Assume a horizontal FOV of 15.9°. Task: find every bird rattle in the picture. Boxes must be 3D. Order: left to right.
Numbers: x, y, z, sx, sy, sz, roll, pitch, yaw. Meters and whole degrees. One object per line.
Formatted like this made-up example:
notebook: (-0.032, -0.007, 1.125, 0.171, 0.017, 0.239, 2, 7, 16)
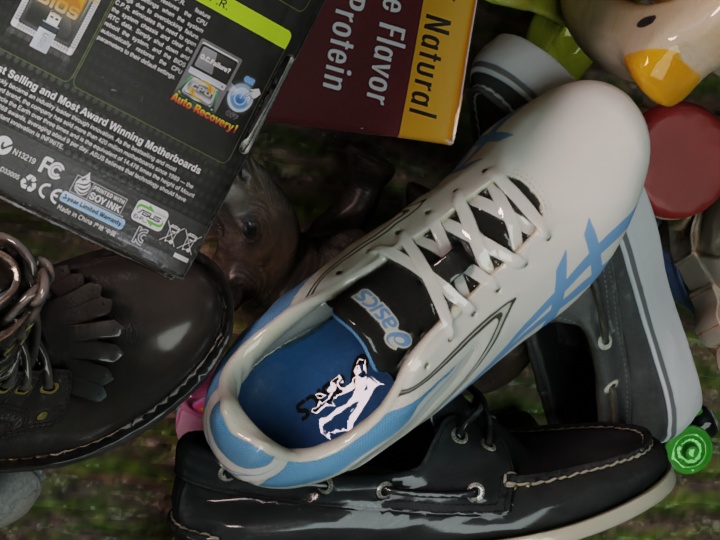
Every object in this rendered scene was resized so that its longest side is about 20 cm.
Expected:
bird rattle: (0.135, -0.135, 0.985, 0.200, 0.163, 0.113, -35, 125, 3)

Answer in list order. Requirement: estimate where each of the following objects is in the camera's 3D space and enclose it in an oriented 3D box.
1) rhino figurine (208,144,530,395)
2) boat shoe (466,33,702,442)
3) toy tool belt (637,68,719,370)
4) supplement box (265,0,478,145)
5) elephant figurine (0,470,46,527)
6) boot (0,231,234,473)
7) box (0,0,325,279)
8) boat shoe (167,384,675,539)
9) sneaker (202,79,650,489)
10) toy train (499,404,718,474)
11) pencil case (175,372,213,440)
rhino figurine: (0.000, 0.000, 1.034, 0.200, 0.060, 0.087, 16, 106, -36)
boat shoe: (0.081, 0.001, 1.008, 0.057, 0.069, 0.200, -39, 125, -21)
toy tool belt: (0.167, -0.017, 1.073, 0.200, 0.123, 0.125, 27, 90, -22)
supplement box: (-0.067, -0.157, 0.858, 0.200, 0.133, 0.197, 5, 100, -26)
elephant figurine: (-0.204, 0.009, 0.948, 0.155, 0.141, 0.200, -38, 121, -47)
boot: (-0.118, 0.024, 0.822, 0.200, 0.174, 0.069, -20, 81, -19)
box: (-0.097, -0.123, 0.752, 0.200, 0.048, 0.193, 26, 88, -27)
boat shoe: (0.022, 0.072, 0.986, 0.199, 0.075, 0.066, -8, 104, -4)
sneaker: (0.028, 0.007, 0.922, 0.200, 0.072, 0.072, -42, 87, -3)
toy train: (0.062, 0.096, 1.122, 0.200, 0.042, 0.056, -26, 104, -6)
pencil case: (-0.043, 0.141, 1.064, 0.087, 0.087, 0.200, 0, 101, -20)
